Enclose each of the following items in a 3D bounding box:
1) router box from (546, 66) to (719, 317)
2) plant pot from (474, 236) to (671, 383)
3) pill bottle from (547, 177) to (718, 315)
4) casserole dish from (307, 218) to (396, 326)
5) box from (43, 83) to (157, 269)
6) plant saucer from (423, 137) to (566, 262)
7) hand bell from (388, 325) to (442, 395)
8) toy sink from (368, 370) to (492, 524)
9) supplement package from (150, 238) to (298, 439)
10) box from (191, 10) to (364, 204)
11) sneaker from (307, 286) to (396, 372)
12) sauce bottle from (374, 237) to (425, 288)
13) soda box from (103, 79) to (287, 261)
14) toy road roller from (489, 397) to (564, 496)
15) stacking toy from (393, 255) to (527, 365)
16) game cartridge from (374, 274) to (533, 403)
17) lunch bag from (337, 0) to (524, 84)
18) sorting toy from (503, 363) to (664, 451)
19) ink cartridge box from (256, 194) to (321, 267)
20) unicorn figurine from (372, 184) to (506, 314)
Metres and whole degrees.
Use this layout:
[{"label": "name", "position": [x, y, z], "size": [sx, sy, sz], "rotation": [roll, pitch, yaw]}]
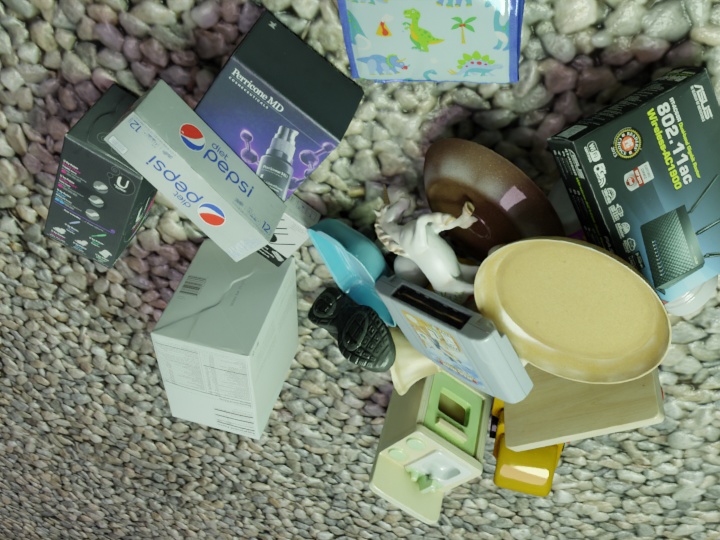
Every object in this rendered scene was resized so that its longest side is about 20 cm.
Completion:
[{"label": "router box", "position": [0.295, -0.076, 0.744], "size": [0.149, 0.062, 0.201], "rotation": [-29, 106, -4]}, {"label": "plant pot", "position": [0.212, 0.038, 0.757], "size": [0.199, 0.028, 0.201], "rotation": [21, 142, 18]}, {"label": "pill bottle", "position": [0.308, -0.033, 0.843], "size": [0.199, 0.105, 0.104], "rotation": [35, 135, -16]}, {"label": "casserole dish", "position": [0.000, 0.000, 0.995], "size": [0.121, 0.039, 0.201], "rotation": [33, 162, 35]}, {"label": "box", "position": [-0.326, -0.118, 0.981], "size": [0.105, 0.123, 0.200], "rotation": [29, 137, -9]}, {"label": "plant saucer", "position": [0.141, -0.062, 0.854], "size": [0.200, 0.037, 0.201], "rotation": [40, 163, 15]}, {"label": "hand bell", "position": [0.145, 0.115, 1.084], "size": [0.198, 0.105, 0.105], "rotation": [-10, 130, 14]}, {"label": "toy sink", "position": [0.112, 0.257, 1.140], "size": [0.130, 0.201, 0.112], "rotation": [34, 136, -14]}, {"label": "supplement package", "position": [-0.189, 0.100, 1.100], "size": [0.146, 0.192, 0.201], "rotation": [12, 136, 9]}, {"label": "box", "position": [-0.116, -0.166, 0.868], "size": [0.147, 0.105, 0.200], "rotation": [35, 136, -15]}, {"label": "sneaker", "position": [0.004, 0.089, 1.051], "size": [0.091, 0.200, 0.076], "rotation": [40, 91, -33]}, {"label": "sauce bottle", "position": [0.098, 0.023, 1.007], "size": [0.200, 0.066, 0.066], "rotation": [41, 134, -23]}, {"label": "soda box", "position": [-0.176, -0.106, 0.824], "size": [0.063, 0.069, 0.200], "rotation": [-26, 120, 37]}, {"label": "toy road roller", "position": [0.253, 0.238, 1.107], "size": [0.122, 0.147, 0.201], "rotation": [9, 136, 11]}, {"label": "stacking toy", "position": [0.131, 0.034, 0.940], "size": [0.199, 0.147, 0.147], "rotation": [26, 137, -1]}, {"label": "game cartridge", "position": [0.108, 0.082, 0.886], "size": [0.199, 0.041, 0.134], "rotation": [25, 152, 51]}, {"label": "lunch bag", "position": [0.067, -0.268, 0.680], "size": [0.168, 0.128, 0.201], "rotation": [6, 126, 15]}, {"label": "sorting toy", "position": [0.283, 0.123, 0.951], "size": [0.199, 0.200, 0.069], "rotation": [-23, 139, 37]}, {"label": "ink cartridge box", "position": [-0.160, -0.095, 1.000], "size": [0.199, 0.044, 0.094], "rotation": [36, 133, -16]}, {"label": "unicorn figurine", "position": [0.088, -0.027, 0.855], "size": [0.137, 0.074, 0.201], "rotation": [-29, 88, 50]}]
